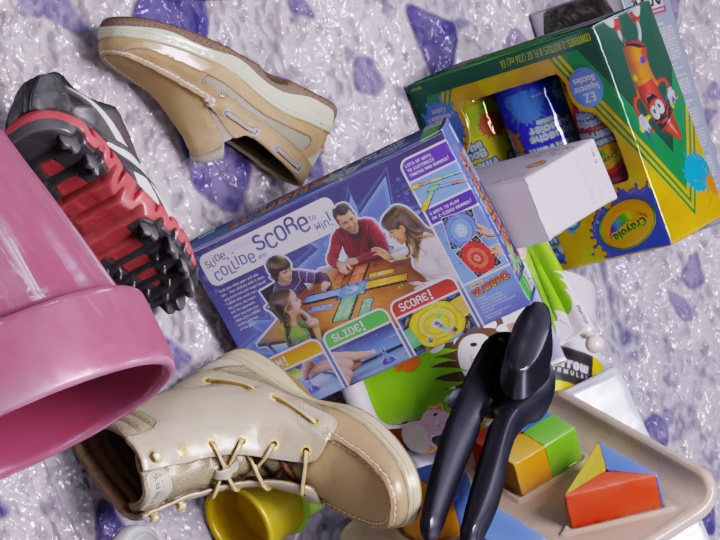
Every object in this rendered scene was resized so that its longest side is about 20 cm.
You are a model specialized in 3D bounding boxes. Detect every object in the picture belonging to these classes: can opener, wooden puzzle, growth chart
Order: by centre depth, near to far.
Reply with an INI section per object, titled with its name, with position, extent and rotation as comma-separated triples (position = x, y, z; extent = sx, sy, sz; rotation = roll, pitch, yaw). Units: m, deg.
[can opener]
position = 0.079, 0.106, 1.661
extent = 0.200, 0.063, 0.079
rotation = -62, 150, -42
[wooden puzzle]
position = 0.104, 0.154, 1.664
extent = 0.200, 0.185, 0.046
rotation = -33, 123, -20
[growth chart]
position = 0.071, 0.050, 1.788
extent = 0.199, 0.018, 0.145
rotation = -23, 57, -15

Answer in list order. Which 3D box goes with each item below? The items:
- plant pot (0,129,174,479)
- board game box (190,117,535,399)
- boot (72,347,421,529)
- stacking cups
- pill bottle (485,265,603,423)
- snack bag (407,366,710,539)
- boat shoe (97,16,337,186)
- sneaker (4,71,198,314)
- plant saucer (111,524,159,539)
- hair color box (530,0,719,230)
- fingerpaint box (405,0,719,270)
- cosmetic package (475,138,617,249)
[plant pot]
position = -0.234, 0.020, 1.507
extent = 0.200, 0.200, 0.180
rotation = -16, 76, -43
[board game box]
position = 0.000, 0.000, 1.716
extent = 0.136, 0.199, 0.034
rotation = 62, 16, -13
[boot]
position = -0.074, 0.126, 1.628
extent = 0.155, 0.200, 0.073
rotation = -19, 130, -41
[stacking cups]
position = -0.019, 0.135, 1.756
extent = 0.200, 0.060, 0.061
rotation = -29, 100, -44
[pill bottle]
position = 0.119, 0.106, 1.850
extent = 0.114, 0.114, 0.201
rotation = 18, 69, -38
[snack bag]
position = 0.147, 0.181, 1.765
extent = 0.188, 0.021, 0.201
rotation = -20, 81, -19
[boat shoe]
position = -0.100, -0.110, 1.735
extent = 0.200, 0.072, 0.076
rotation = 22, 82, -36
[sneaker]
position = -0.167, -0.053, 1.649
extent = 0.201, 0.071, 0.098
rotation = 52, 18, -42
[plant saucer]
position = -0.117, 0.257, 1.573
extent = 0.200, 0.050, 0.201
rotation = -6, 90, -79
[hair color box]
position = 0.213, -0.122, 1.997
extent = 0.061, 0.099, 0.201
rotation = -19, 93, -42
[fingerpaint box]
position = 0.147, -0.088, 1.860
extent = 0.073, 0.200, 0.167
rotation = -27, 99, -42
[cosmetic package]
position = 0.077, -0.041, 1.785
extent = 0.082, 0.200, 0.051
rotation = -33, 104, -42
